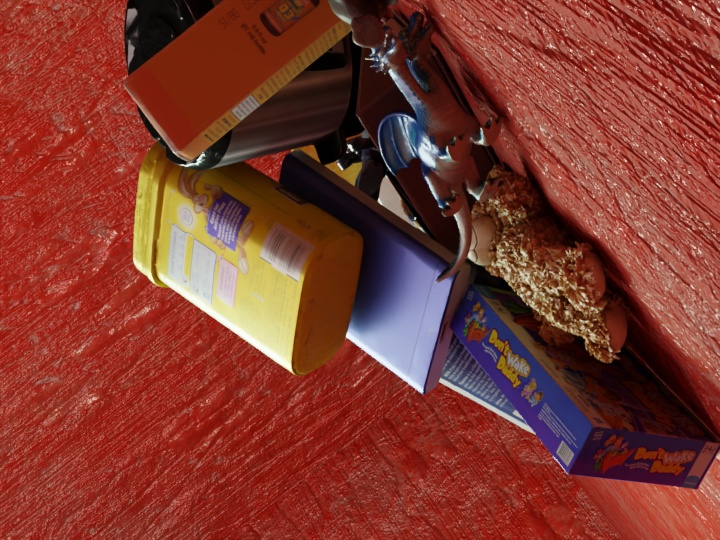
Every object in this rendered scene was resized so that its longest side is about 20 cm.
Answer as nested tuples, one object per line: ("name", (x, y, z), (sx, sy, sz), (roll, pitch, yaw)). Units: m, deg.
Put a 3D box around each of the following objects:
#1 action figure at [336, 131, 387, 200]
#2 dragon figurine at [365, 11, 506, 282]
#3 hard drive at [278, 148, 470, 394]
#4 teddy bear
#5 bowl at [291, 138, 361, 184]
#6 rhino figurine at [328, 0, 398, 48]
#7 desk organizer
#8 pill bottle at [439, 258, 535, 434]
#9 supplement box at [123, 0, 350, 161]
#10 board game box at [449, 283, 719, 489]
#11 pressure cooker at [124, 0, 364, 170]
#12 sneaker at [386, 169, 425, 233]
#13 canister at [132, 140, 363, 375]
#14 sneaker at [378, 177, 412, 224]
("action figure", (0.008, -0.092, 1.332), (0.069, 0.202, 0.130), (15, 174, -2))
("dragon figurine", (0.053, -0.092, 1.032), (0.099, 0.059, 0.201), (45, 155, 37))
("hard drive", (0.000, 0.000, 1.228), (0.199, 0.025, 0.133), (35, 131, 28))
("teddy bear", (0.134, -0.004, 1.079), (0.200, 0.067, 0.145), (52, 176, 37))
("bowl", (-0.001, -0.126, 1.657), (0.201, 0.107, 0.200), (62, -172, -16))
("rhino figurine", (-0.033, -0.237, 0.887), (0.201, 0.059, 0.088), (57, -171, -15))
("desk organizer", (0.052, -0.103, 1.144), (0.072, 0.077, 0.200), (52, 178, 44))
("pill bottle", (0.108, 0.058, 1.292), (0.199, 0.112, 0.111), (29, -179, -4))
("supplement box", (-0.068, -0.165, 1.004), (0.067, 0.199, 0.069), (52, -177, 4))
("board game box", (0.174, 0.090, 1.127), (0.133, 0.045, 0.200), (11, -155, -32))
("pressure cooker", (-0.080, -0.188, 1.198), (0.179, 0.199, 0.177), (43, 137, 42))
("sneaker", (0.083, -0.076, 1.377), (0.088, 0.075, 0.200), (41, -168, -27))
("canister", (-0.099, -0.016, 1.238), (0.199, 0.086, 0.150), (32, 129, 28))
("sneaker", (0.075, -0.076, 1.608), (0.201, 0.075, 0.089), (52, -169, -14))
